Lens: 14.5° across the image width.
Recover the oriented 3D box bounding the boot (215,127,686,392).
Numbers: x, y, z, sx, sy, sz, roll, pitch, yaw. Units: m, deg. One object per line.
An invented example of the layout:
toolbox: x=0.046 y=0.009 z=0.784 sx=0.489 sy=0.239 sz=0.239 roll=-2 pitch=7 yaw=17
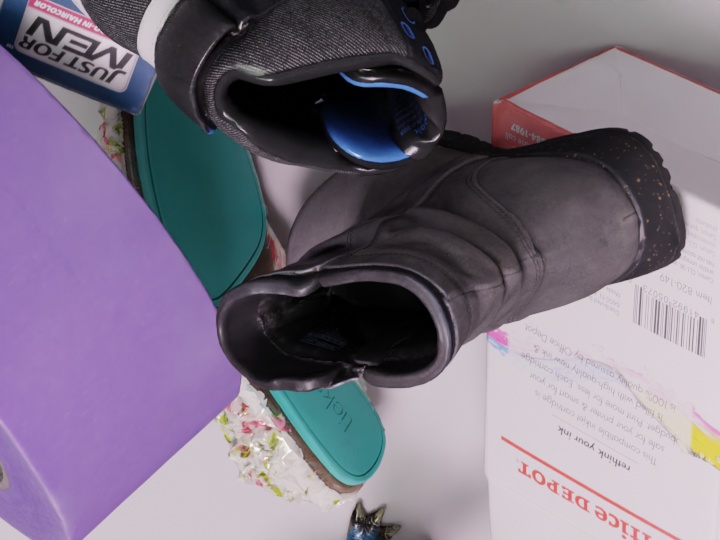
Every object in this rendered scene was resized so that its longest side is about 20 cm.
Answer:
boot: x=0.000 y=0.000 z=0.951 sx=0.200 sy=0.132 sz=0.070 roll=-16 pitch=97 yaw=55

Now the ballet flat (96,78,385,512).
ballet flat: x=-0.059 y=0.008 z=1.060 sx=0.064 sy=0.076 sz=0.200 roll=-8 pitch=117 yaw=40

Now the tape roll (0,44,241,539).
tape roll: x=-0.139 y=-0.002 z=0.994 sx=0.085 sy=0.200 sz=0.200 roll=-43 pitch=109 yaw=-16

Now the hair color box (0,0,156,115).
hair color box: x=-0.059 y=-0.163 z=0.936 sx=0.060 sy=0.100 sz=0.200 roll=22 pitch=123 yaw=-4

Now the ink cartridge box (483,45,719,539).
ink cartridge box: x=0.107 y=0.036 z=1.008 sx=0.116 sy=0.067 sz=0.200 roll=30 pitch=132 yaw=39

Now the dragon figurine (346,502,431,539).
dragon figurine: x=-0.010 y=0.161 z=1.120 sx=0.059 sy=0.099 sz=0.200 roll=34 pitch=122 yaw=-8

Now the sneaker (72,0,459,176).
sneaker: x=0.012 y=-0.081 z=0.903 sx=0.112 sy=0.200 sz=0.073 roll=50 pitch=138 yaw=30
